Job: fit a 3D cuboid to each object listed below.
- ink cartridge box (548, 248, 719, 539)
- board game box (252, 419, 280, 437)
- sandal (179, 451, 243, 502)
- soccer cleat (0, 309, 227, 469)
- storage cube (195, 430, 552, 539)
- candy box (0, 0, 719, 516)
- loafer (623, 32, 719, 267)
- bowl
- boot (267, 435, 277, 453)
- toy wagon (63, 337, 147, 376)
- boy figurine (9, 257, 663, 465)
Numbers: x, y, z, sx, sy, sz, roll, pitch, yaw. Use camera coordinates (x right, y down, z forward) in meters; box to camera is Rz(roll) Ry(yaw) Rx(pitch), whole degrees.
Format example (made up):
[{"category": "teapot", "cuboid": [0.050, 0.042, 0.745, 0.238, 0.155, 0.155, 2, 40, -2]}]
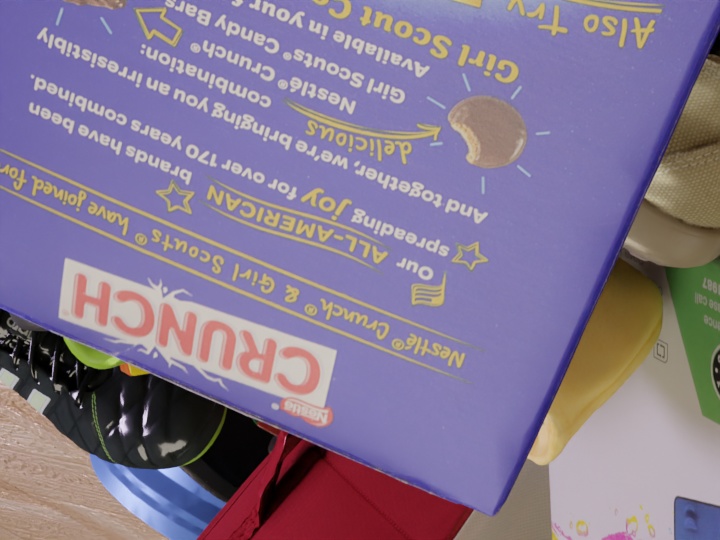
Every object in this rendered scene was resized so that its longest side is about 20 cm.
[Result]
[{"category": "ink cartridge box", "cuboid": [0.123, 0.078, 0.655, 0.087, 0.201, 0.145, -11, -161, -21]}, {"category": "board game box", "cuboid": [-0.023, 0.054, 1.032, 0.103, 0.020, 0.200, 30, -175, -21]}, {"category": "sandal", "cuboid": [-0.111, 0.023, 1.058, 0.200, 0.045, 0.075, 53, 176, 2]}, {"category": "soccer cleat", "cuboid": [-0.138, 0.026, 0.955, 0.200, 0.068, 0.081, 29, -178, 38]}, {"category": "storage cube", "cuboid": [0.060, 0.127, 0.833, 0.200, 0.171, 0.180, 40, 178, -18]}, {"category": "candy box", "cuboid": [-0.009, -0.065, 0.501, 0.168, 0.077, 0.201, 22, 126, 2]}, {"category": "loafer", "cuboid": [0.032, -0.085, 0.571, 0.200, 0.076, 0.068, 37, 119, -10]}, {"category": "bowl", "cuboid": [-0.041, 0.108, 1.175, 0.200, 0.040, 0.201, 20, -167, -5]}, {"category": "boot", "cuboid": [0.027, 0.109, 1.073, 0.145, 0.071, 0.200, 17, -165, 15]}, {"category": "toy wagon", "cuboid": [0.000, 0.000, 0.778, 0.199, 0.040, 0.155, -10, -176, 34]}, {"category": "boy figurine", "cuboid": [-0.010, 0.007, 0.650, 0.199, 0.065, 0.125, 17, 143, 25]}]
